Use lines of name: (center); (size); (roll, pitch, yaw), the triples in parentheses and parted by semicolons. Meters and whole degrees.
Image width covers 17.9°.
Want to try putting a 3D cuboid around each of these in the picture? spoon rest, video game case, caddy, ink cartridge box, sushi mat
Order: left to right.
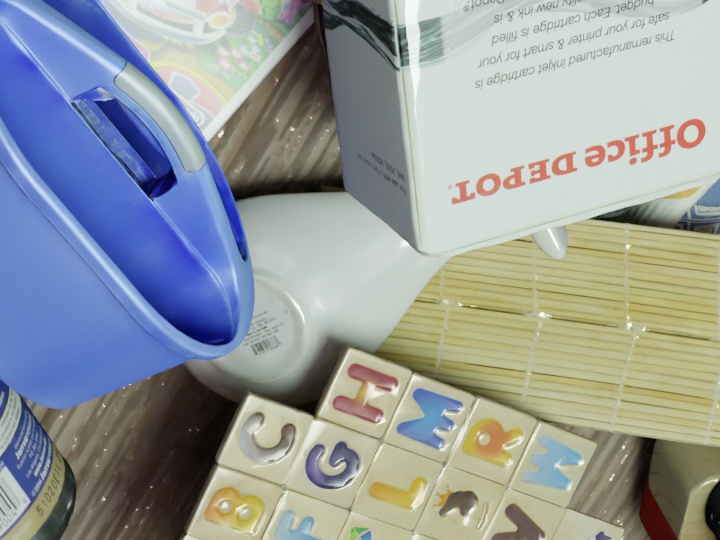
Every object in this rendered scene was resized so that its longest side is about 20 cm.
caddy: (-0.116, -0.042, 0.907); (0.105, 0.142, 0.200); (-25, 123, 21)
video game case: (-0.056, -0.166, 0.955); (0.143, 0.018, 0.200); (39, 97, -26)
spoon rest: (0.000, 0.000, 0.996); (0.199, 0.061, 0.100); (-20, 106, 25)
ink cartridge box: (0.061, -0.123, 0.873); (0.146, 0.083, 0.201); (-15, 115, -19)
sushi mat: (0.076, 0.020, 1.015); (0.199, 0.012, 0.096); (8, 101, 11)

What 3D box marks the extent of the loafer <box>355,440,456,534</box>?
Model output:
loafer: (-0.028, 0.135, 1.063); (0.075, 0.070, 0.200); (33, 116, -24)

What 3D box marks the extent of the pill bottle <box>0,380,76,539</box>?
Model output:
pill bottle: (-0.212, 0.047, 0.944); (0.112, 0.112, 0.200); (-31, 117, -2)

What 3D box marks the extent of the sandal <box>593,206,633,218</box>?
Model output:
sandal: (0.074, -0.117, 0.975); (0.075, 0.048, 0.201); (-26, 108, -41)

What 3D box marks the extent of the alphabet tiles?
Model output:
alphabet tiles: (0.016, 0.129, 1.000); (0.199, 0.006, 0.167); (22, 99, -25)

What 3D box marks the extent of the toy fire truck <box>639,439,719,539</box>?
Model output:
toy fire truck: (0.227, 0.165, 1.130); (0.175, 0.129, 0.201); (-3, 124, -16)

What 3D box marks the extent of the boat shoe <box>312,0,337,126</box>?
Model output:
boat shoe: (0.005, -0.129, 0.926); (0.075, 0.075, 0.203); (-32, 120, -32)

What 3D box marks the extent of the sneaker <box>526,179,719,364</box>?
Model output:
sneaker: (0.148, -0.024, 1.053); (0.088, 0.075, 0.200); (27, 111, -32)
